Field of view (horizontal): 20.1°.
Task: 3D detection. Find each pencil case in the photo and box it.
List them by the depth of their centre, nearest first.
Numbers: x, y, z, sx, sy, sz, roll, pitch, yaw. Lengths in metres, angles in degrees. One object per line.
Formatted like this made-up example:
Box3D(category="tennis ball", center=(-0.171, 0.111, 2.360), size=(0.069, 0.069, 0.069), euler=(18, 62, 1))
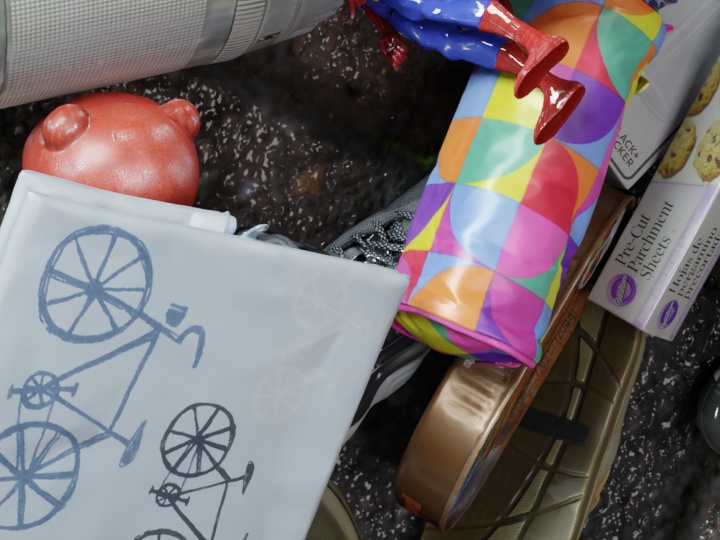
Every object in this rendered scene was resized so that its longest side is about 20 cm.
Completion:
Box3D(category="pencil case", center=(0.082, -0.050, 0.971), size=(0.088, 0.088, 0.200), euler=(30, 78, -28))

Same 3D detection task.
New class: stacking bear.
Box3D(category="stacking bear", center=(-0.120, 0.014, 0.915), size=(0.121, 0.114, 0.200), euler=(-3, 119, -26))

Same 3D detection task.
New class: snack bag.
Box3D(category="snack bag", center=(-0.085, 0.061, 0.876), size=(0.200, 0.021, 0.189), euler=(11, 108, -33))

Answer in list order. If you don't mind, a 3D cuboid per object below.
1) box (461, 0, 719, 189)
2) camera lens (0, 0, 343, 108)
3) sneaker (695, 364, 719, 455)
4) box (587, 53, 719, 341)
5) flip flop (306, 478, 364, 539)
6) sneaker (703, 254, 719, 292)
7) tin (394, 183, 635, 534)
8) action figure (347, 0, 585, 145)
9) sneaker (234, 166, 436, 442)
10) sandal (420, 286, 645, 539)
Box3D(category="box", center=(0.163, -0.154, 1.084), size=(0.200, 0.060, 0.117), euler=(-46, 116, -11))
Box3D(category="camera lens", center=(-0.120, -0.160, 0.883), size=(0.200, 0.160, 0.160), euler=(-15, 107, -23))
Box3D(category="sneaker", center=(0.286, 0.050, 1.162), size=(0.200, 0.090, 0.067), euler=(-22, 92, -16))
Box3D(category="box", center=(0.188, -0.060, 1.062), size=(0.039, 0.041, 0.200), euler=(18, 102, -55))
Box3D(category="flip flop", center=(-0.034, 0.165, 1.038), size=(0.081, 0.058, 0.200), euler=(-16, 121, 23))
Box3D(category="sneaker", center=(0.243, 0.018, 1.108), size=(0.199, 0.060, 0.105), euler=(-4, 91, 8))
Box3D(category="tin", center=(0.079, 0.040, 1.046), size=(0.042, 0.112, 0.200), euler=(30, 80, 7))
Box3D(category="action figure", center=(0.014, -0.128, 0.950), size=(0.052, 0.200, 0.065), euler=(-48, 148, -4))
Box3D(category="sneaker", center=(0.000, 0.000, 1.004), size=(0.200, 0.075, 0.114), euler=(-48, 145, -7))
Box3D(category="sandal", center=(0.102, 0.105, 1.109), size=(0.200, 0.080, 0.054), euler=(-63, 151, -10))
